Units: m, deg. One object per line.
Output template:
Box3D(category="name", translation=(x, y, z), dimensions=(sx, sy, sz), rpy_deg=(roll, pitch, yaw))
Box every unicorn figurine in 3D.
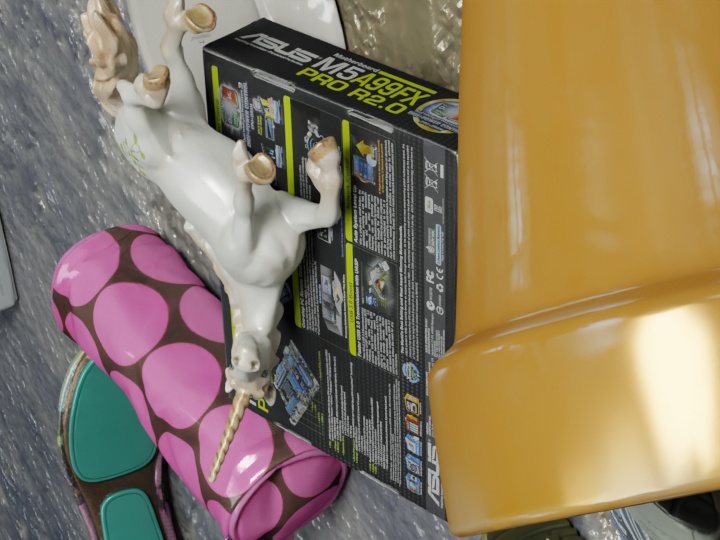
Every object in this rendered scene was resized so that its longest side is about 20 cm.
Box3D(category="unicorn figurine", translation=(-0.063, -0.030, 0.862), dimensions=(0.201, 0.073, 0.138), rpy_deg=(63, 154, 20))

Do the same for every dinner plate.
Box3D(category="dinner plate", translation=(-0.074, -0.123, 0.966), dimensions=(0.200, 0.024, 0.202), rpy_deg=(34, 135, 42))

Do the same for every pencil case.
Box3D(category="pencil case", translation=(-0.095, 0.067, 1.067), dimensions=(0.200, 0.090, 0.094), rpy_deg=(50, 159, 29))

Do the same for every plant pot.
Box3D(category="plant pot", translation=(0.109, -0.023, 0.613), dimensions=(0.200, 0.199, 0.185), rpy_deg=(-25, 73, 59))

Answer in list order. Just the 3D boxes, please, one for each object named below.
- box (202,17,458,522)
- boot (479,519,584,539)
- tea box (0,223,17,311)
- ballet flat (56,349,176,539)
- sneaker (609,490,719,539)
Box3D(category="box", translation=(0.000, 0.000, 0.893), dimensions=(0.160, 0.044, 0.201), rpy_deg=(25, 130, 37))
Box3D(category="boot", translation=(0.092, 0.229, 0.910), dimensions=(0.176, 0.066, 0.201), rpy_deg=(59, 149, 36))
Box3D(category="tea box", translation=(-0.379, -0.026, 1.326), dimensions=(0.199, 0.196, 0.135), rpy_deg=(24, 129, 49))
Box3D(category="ballet flat", translation=(-0.157, 0.125, 1.225), dimensions=(0.071, 0.069, 0.201), rpy_deg=(-132, 31, -62))
Box3D(category="sneaker", translation=(0.163, 0.135, 0.742), dimensions=(0.200, 0.077, 0.085), rpy_deg=(56, 158, 31))
